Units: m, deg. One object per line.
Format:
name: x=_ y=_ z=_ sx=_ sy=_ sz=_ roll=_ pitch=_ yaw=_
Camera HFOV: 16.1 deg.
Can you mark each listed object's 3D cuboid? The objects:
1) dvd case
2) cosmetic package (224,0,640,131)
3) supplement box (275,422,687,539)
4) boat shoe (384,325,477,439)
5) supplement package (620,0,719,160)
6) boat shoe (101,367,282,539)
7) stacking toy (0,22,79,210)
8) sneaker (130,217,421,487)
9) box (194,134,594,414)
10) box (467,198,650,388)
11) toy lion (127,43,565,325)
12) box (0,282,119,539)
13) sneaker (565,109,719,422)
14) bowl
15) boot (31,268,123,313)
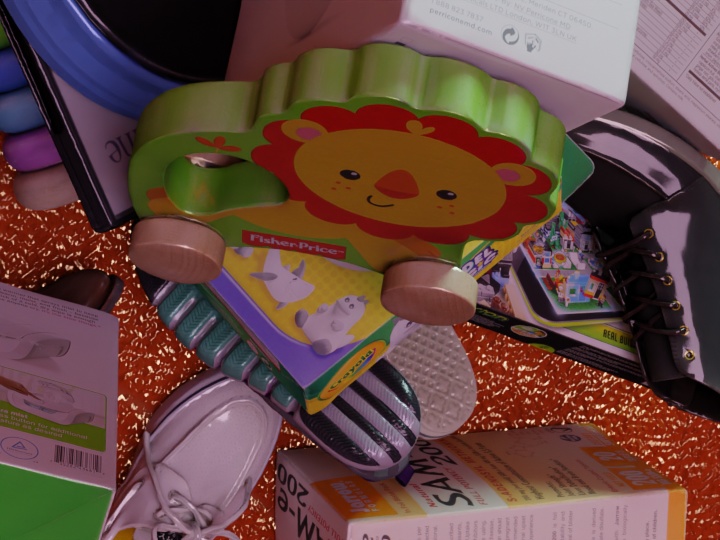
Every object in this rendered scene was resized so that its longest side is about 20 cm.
dvd case: x=-0.120 y=-0.134 z=1.275 sx=0.143 sy=0.018 sz=0.200 roll=-31 pitch=101 yaw=-44
cosmetic package: x=0.039 y=-0.161 z=1.206 sx=0.123 sy=0.199 sz=0.201 roll=17 pitch=72 yaw=-24
supplement box: x=0.064 y=0.142 z=1.411 sx=0.199 sy=0.126 sz=0.074 roll=-4 pitch=106 yaw=-20
boat shoe: x=0.000 y=0.000 z=1.388 sx=0.075 sy=0.062 sz=0.200 roll=-27 pitch=96 yaw=-30
supplement package: x=0.178 y=-0.189 z=1.351 sx=0.151 sy=0.152 sz=0.200 roll=37 pitch=88 yaw=-30
boat shoe: x=-0.106 y=0.140 z=1.369 sx=0.075 sy=0.086 sz=0.202 roll=43 pitch=87 yaw=-24
stacking toy: x=-0.173 y=-0.136 z=1.289 sx=0.085 sy=0.085 sz=0.200 roll=-26 pitch=104 yaw=-13
sneaker: x=-0.048 y=0.042 z=1.354 sx=0.074 sy=0.088 sz=0.200 roll=-40 pitch=71 yaw=-11
box: x=0.013 y=-0.033 z=1.308 sx=0.200 sy=0.048 sz=0.117 roll=-39 pitch=71 yaw=-13
box: x=0.116 y=-0.010 z=1.408 sx=0.200 sy=0.035 sz=0.110 roll=20 pitch=70 yaw=-29
toy lion: x=-0.009 y=-0.048 z=1.166 sx=0.199 sy=0.192 sz=0.069 roll=9 pitch=66 yaw=2
box: x=-0.220 y=0.072 z=1.200 sx=0.199 sy=0.177 sz=0.097 roll=14 pitch=113 yaw=-12
sneaker: x=0.155 y=-0.005 z=1.366 sx=0.200 sy=0.075 sz=0.106 roll=33 pitch=66 yaw=-20
bowl: x=-0.099 y=-0.175 z=1.266 sx=0.200 sy=0.039 sz=0.201 roll=13 pitch=70 yaw=-40
boot: x=-0.245 y=-0.012 z=1.297 sx=0.186 sy=0.064 sz=0.200 roll=-35 pitch=108 yaw=-7
